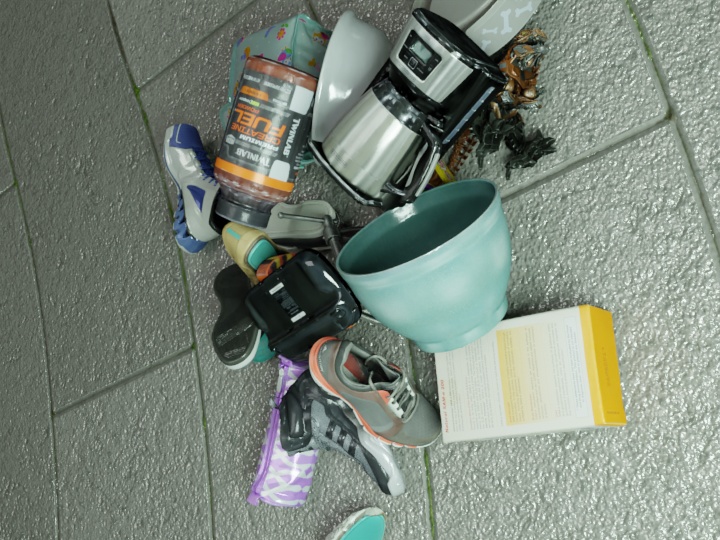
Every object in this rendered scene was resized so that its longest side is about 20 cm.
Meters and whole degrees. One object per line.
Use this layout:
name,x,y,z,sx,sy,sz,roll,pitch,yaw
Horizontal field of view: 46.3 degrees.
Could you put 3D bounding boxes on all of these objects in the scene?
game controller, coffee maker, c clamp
game controller,-0.075,0.044,1.023,0.105,0.042,0.199,59,142,0
coffee maker,0.057,-0.184,0.959,0.134,0.192,0.200,40,110,-4
c clamp,0.000,0.000,1.057,0.202,0.168,0.027,64,144,38

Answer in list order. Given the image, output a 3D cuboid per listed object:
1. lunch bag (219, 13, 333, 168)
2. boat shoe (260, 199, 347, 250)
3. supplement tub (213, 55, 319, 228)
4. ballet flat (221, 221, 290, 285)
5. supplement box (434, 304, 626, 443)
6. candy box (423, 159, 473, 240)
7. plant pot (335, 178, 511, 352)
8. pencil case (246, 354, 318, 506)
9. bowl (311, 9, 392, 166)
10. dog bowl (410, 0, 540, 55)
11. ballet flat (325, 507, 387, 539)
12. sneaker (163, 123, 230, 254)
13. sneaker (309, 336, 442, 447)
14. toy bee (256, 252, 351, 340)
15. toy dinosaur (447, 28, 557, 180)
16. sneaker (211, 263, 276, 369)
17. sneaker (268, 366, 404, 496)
lunch bag,-0.113,-0.240,1.206,0.169,0.121,0.204,0,79,49
boat shoe,-0.103,-0.066,1.213,0.197,0.060,0.075,1,63,37
supplement tub,-0.122,-0.159,1.065,0.106,0.106,0.203,23,99,38
ballet flat,-0.134,-0.015,1.145,0.063,0.200,0.069,32,77,21
supplement box,0.186,0.121,0.945,0.198,0.073,0.129,-14,74,35
candy box,0.083,-0.085,1.078,0.102,0.026,0.202,-49,58,35
plant pot,0.089,0.006,0.949,0.198,0.201,0.136,-15,112,34
pencil case,-0.093,0.215,1.137,0.083,0.085,0.204,9,88,40
bowl,0.005,-0.228,1.102,0.089,0.201,0.205,14,90,8
dog bowl,0.149,-0.343,1.031,0.199,0.058,0.202,-35,38,33
ballet flat,-0.034,0.378,1.076,0.071,0.071,0.203,32,101,37
sneaker,-0.238,-0.136,1.327,0.114,0.080,0.203,-15,79,31
sneaker,0.030,0.147,0.986,0.081,0.199,0.078,-19,41,55
toy bee,-0.044,0.041,1.117,0.130,0.202,0.109,17,55,43
toy dinosaur,0.170,-0.190,1.021,0.202,0.100,0.137,102,159,-49
sneaker,-0.156,0.093,1.179,0.082,0.122,0.201,-22,36,7
sneaker,-0.034,0.216,1.061,0.113,0.076,0.201,-35,75,-2
